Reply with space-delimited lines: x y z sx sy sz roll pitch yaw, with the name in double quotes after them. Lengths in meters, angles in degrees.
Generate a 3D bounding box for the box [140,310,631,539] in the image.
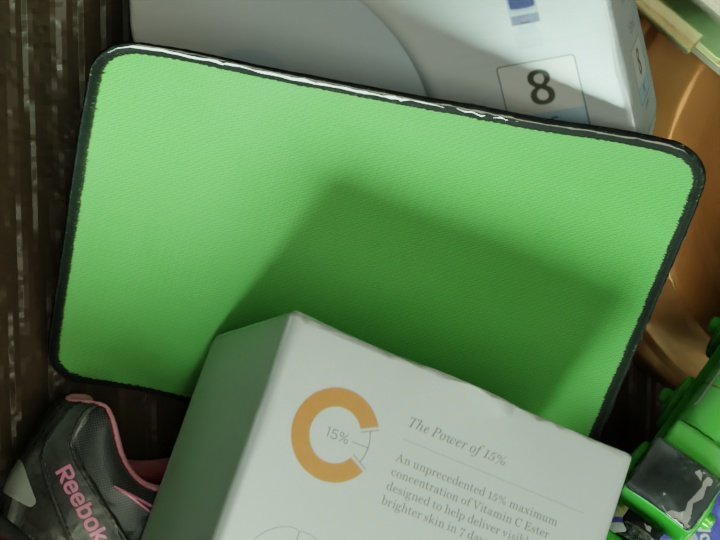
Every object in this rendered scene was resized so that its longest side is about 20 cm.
-0.013 0.131 0.745 0.124 0.097 0.201 23 77 -16 "box"

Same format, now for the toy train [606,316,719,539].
0.114 0.067 0.808 0.042 0.056 0.200 34 79 8 "toy train"

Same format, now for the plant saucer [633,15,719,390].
0.176 -0.036 0.873 0.199 0.037 0.201 -4 103 -17 "plant saucer"

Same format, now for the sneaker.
-0.041 0.106 0.822 0.199 0.079 0.096 27 82 -23 "sneaker"

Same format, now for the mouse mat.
0.000 0.000 0.772 0.199 0.008 0.161 11 135 -5 "mouse mat"

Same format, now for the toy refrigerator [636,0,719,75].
0.132 -0.104 0.790 0.200 0.076 0.070 39 88 -4 "toy refrigerator"

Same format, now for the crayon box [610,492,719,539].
0.135 0.130 0.869 0.199 0.052 0.126 -7 83 -17 "crayon box"

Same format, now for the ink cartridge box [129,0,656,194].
-0.003 -0.120 0.744 0.159 0.047 0.201 -8 113 19 "ink cartridge box"
